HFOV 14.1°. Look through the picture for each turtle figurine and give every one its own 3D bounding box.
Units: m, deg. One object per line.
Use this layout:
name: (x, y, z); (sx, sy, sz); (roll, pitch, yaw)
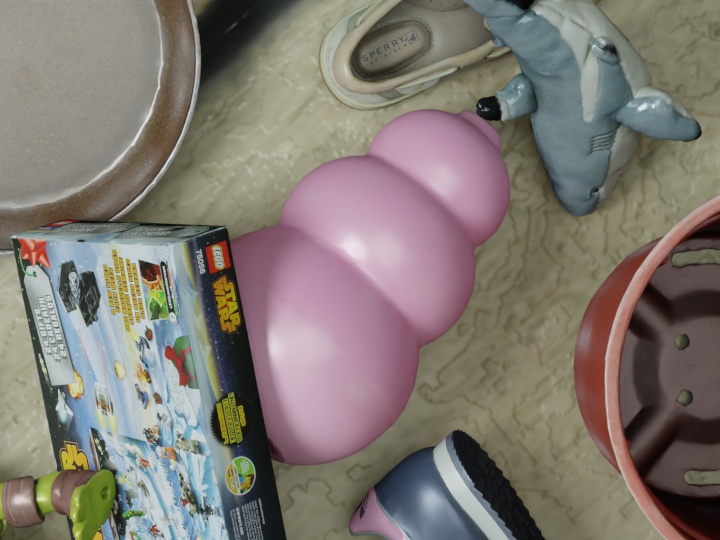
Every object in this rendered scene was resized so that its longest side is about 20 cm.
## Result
turtle figurine: (-0.201, 0.138, 1.458); (0.160, 0.064, 0.201); (8, 99, 19)

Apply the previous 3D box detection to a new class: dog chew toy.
dog chew toy: (0.000, 0.000, 1.472); (0.124, 0.125, 0.200); (41, 77, -7)

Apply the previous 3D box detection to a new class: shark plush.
shark plush: (0.096, -0.094, 1.458); (0.083, 0.200, 0.091); (-41, 61, 8)

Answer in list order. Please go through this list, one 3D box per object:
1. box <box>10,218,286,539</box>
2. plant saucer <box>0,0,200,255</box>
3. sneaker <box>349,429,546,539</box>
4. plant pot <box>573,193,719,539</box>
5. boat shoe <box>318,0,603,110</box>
box: (-0.101, 0.077, 1.432); (0.040, 0.137, 0.201); (-20, 105, -39)
plant saucer: (-0.180, -0.108, 1.468); (0.199, 0.032, 0.201); (-1, 102, -3)
sneaker: (0.070, 0.183, 1.517); (0.082, 0.070, 0.201); (-30, 96, 15)
plant pot: (0.198, 0.052, 1.459); (0.200, 0.195, 0.202); (0, 91, -8)
boat shoe: (0.071, -0.145, 1.503); (0.199, 0.065, 0.072); (-29, 95, -7)
